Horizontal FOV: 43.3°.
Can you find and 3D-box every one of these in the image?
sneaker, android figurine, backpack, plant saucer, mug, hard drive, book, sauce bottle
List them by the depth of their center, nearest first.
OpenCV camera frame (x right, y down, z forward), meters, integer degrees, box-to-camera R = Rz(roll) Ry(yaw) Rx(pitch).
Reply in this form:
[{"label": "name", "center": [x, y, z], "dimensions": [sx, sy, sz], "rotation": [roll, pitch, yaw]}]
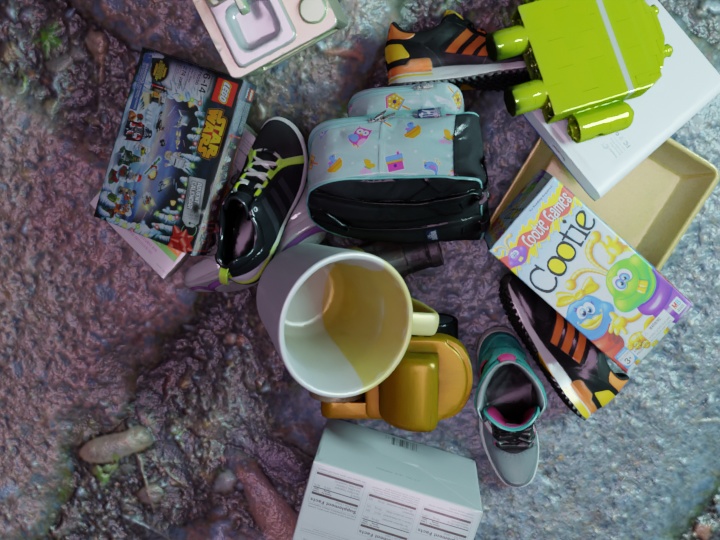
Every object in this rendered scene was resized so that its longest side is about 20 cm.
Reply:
[{"label": "android figurine", "center": [0.236, -0.231, 0.955], "dimensions": [0.197, 0.041, 0.185], "rotation": [-19, 83, -10]}, {"label": "mug", "center": [-0.030, 0.050, 0.979], "dimensions": [0.186, 0.153, 0.150], "rotation": [40, 85, -27]}, {"label": "hard drive", "center": [0.287, -0.190, 0.990], "dimensions": [0.199, 0.025, 0.132], "rotation": [-40, 87, -11]}, {"label": "backpack", "center": [0.036, -0.111, 0.994], "dimensions": [0.197, 0.176, 0.156], "rotation": [-8, 71, 6]}, {"label": "sneaker", "center": [-0.112, -0.079, 1.006], "dimensions": [0.071, 0.083, 0.203], "rotation": [12, 83, 17]}, {"label": "sneaker", "center": [0.124, -0.250, 1.010], "dimensions": [0.197, 0.070, 0.092], "rotation": [-7, 85, 0]}, {"label": "plant saucer", "center": [0.274, -0.081, 1.047], "dimensions": [0.198, 0.048, 0.202], "rotation": [31, 102, -2]}, {"label": "sneaker", "center": [0.179, 0.178, 1.069], "dimensions": [0.082, 0.121, 0.203], "rotation": [-9, 100, 7]}, {"label": "sneaker", "center": [0.242, 0.075, 1.076], "dimensions": [0.089, 0.070, 0.202], "rotation": [-33, 98, -1]}, {"label": "sauce bottle", "center": [0.000, 0.000, 1.079], "dimensions": [0.197, 0.066, 0.067], "rotation": [-19, 99, 9]}, {"label": "book", "center": [-0.214, -0.111, 1.088], "dimensions": [0.133, 0.048, 0.200], "rotation": [43, 100, -2]}, {"label": "sneaker", "center": [-0.131, -0.042, 1.091], "dimensions": [0.198, 0.075, 0.101], "rotation": [-28, 74, 12]}]

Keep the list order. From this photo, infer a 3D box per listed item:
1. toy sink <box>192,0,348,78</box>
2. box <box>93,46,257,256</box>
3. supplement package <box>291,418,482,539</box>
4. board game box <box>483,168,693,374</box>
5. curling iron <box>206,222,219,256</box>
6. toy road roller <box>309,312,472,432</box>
[{"label": "toy sink", "center": [-0.097, -0.281, 0.964], "dimensions": [0.129, 0.200, 0.113], "rotation": [-26, 98, 9]}, {"label": "box", "center": [-0.210, -0.133, 1.020], "dimensions": [0.135, 0.040, 0.203], "rotation": [19, 96, 16]}, {"label": "supplement package", "center": [0.033, 0.277, 1.083], "dimensions": [0.197, 0.156, 0.113], "rotation": [17, 100, 1]}, {"label": "board game box", "center": [0.243, -0.003, 0.987], "dimensions": [0.199, 0.105, 0.103], "rotation": [41, 101, -4]}, {"label": "curling iron", "center": [-0.211, -0.110, 1.053], "dimensions": [0.049, 0.026, 0.203], "rotation": [-20, 89, -4]}, {"label": "toy road roller", "center": [0.032, 0.121, 1.058], "dimensions": [0.196, 0.146, 0.125], "rotation": [1, 101, 5]}]
